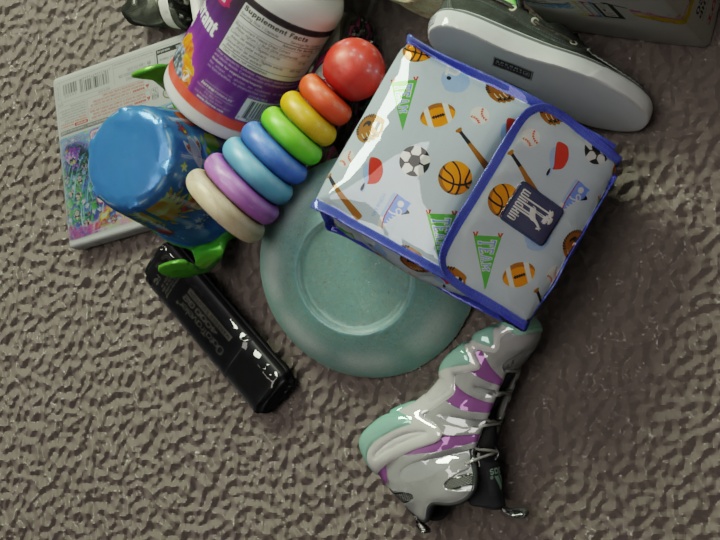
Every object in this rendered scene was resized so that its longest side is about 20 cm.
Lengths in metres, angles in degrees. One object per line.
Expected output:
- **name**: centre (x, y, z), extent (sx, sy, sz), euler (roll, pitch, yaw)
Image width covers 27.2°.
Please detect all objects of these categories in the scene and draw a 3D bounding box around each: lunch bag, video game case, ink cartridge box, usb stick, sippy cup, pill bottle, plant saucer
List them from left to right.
- **video game case**: centre (-0.216, -0.130, 1.486), extent (0.200, 0.024, 0.182), euler (-14, 77, 26)
- **sippy cup**: centre (-0.178, -0.093, 1.373), extent (0.178, 0.130, 0.140), euler (46, 104, 24)
- **usb stick**: centre (-0.135, 0.053, 1.410), extent (0.200, 0.033, 0.055), euler (47, 112, 26)
- **pill bottle**: centre (-0.084, -0.221, 1.321), extent (0.111, 0.111, 0.200), euler (51, 122, 25)
- **plant saucer**: centre (0.000, 0.000, 1.301), extent (0.201, 0.039, 0.201), euler (3, 100, 16)
- **lunch bag**: centre (0.088, -0.067, 1.201), extent (0.200, 0.124, 0.170), euler (30, 87, 11)
- **ink cartridge box**: centre (0.202, -0.278, 1.172), extent (0.144, 0.200, 0.148), euler (14, 89, 26)

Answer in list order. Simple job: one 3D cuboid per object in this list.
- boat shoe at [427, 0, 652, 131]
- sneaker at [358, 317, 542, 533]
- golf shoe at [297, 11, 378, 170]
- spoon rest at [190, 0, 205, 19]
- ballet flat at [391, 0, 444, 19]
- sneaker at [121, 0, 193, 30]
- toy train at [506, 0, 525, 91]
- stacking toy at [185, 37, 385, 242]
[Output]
- **boat shoe**: centre (0.155, -0.180, 1.238), extent (0.200, 0.069, 0.057), euler (25, 66, 1)
- **sneaker**: centre (0.105, 0.142, 1.246), extent (0.200, 0.078, 0.140), euler (-45, 67, 25)
- **golf shoe**: centre (-0.042, -0.141, 1.362), extent (0.092, 0.073, 0.200), euler (12, 89, 29)
- **spoon rest**: centre (-0.157, -0.306, 1.404), extent (0.060, 0.099, 0.200), euler (-3, 97, -9)
- **ballet flat**: centre (0.013, -0.280, 1.334), extent (0.200, 0.062, 0.068), euler (30, 103, 42)
- **sneaker**: centre (-0.210, -0.333, 1.485), extent (0.090, 0.066, 0.200), euler (-4, 83, 26)
- **toy train**: centre (0.132, -0.167, 1.290), extent (0.056, 0.042, 0.200), euler (-16, 75, 15)
- **stacking toy**: centre (-0.058, -0.122, 1.290), extent (0.200, 0.085, 0.085), euler (-47, 64, 6)
